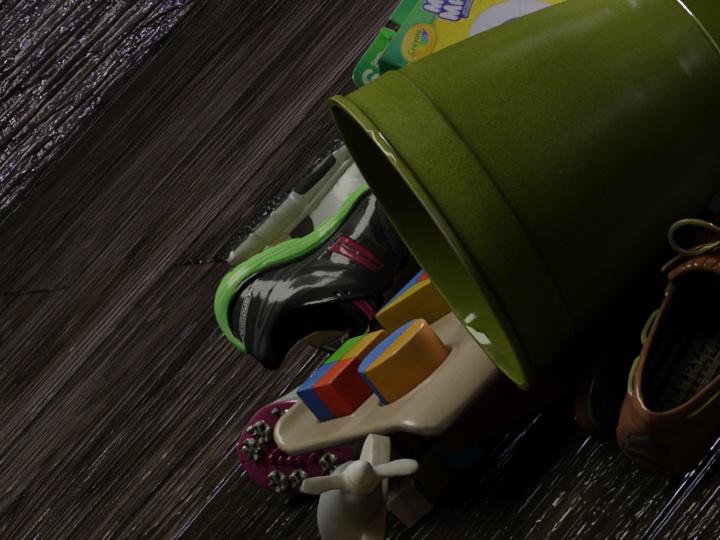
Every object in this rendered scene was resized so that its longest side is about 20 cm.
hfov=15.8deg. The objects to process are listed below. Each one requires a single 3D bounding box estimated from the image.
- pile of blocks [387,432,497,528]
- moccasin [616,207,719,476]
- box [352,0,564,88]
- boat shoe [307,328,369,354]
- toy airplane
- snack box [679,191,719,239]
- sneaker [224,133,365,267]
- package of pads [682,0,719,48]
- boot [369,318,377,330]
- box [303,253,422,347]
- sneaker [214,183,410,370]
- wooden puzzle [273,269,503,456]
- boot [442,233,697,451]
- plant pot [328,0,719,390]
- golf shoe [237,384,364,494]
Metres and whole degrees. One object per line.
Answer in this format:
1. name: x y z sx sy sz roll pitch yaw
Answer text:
1. pile of blocks: 0.065 0.073 1.693 0.082 0.062 0.200 -25 25 52
2. moccasin: 0.197 0.016 1.434 0.201 0.074 0.078 -52 -23 -28
3. box: 0.103 -0.148 1.785 0.200 0.048 0.117 17 53 22
4. boat shoe: 0.012 -0.031 1.948 0.072 0.060 0.202 42 -117 -73
5. toy airplane: -0.004 0.201 1.380 0.199 0.141 0.200 -63 28 8
6. snack box: 0.209 -0.069 1.634 0.116 0.037 0.200 -68 14 -14
7. sneaker: -0.002 -0.054 1.829 0.200 0.080 0.074 -45 7 -7
8. package of pads: 0.254 -0.212 1.652 0.200 0.155 0.068 -13 21 -1
9. boot: 0.095 -0.022 1.868 0.200 0.068 0.131 -32 14 36
10. box: 0.039 -0.049 1.842 0.200 0.021 0.164 -30 40 41
11. sneaker: 0.000 0.000 1.745 0.200 0.084 0.077 -34 -28 5
12. wooden puzzle: 0.042 0.039 1.640 0.185 0.046 0.200 -43 15 -25
13. boot: 0.117 0.062 1.550 0.200 0.068 0.188 -27 24 41
14. plant pot: 0.116 -0.068 1.486 0.193 0.200 0.200 -35 15 -4
15. golf shoe: -0.002 0.095 1.822 0.200 0.075 0.092 -31 4 37
